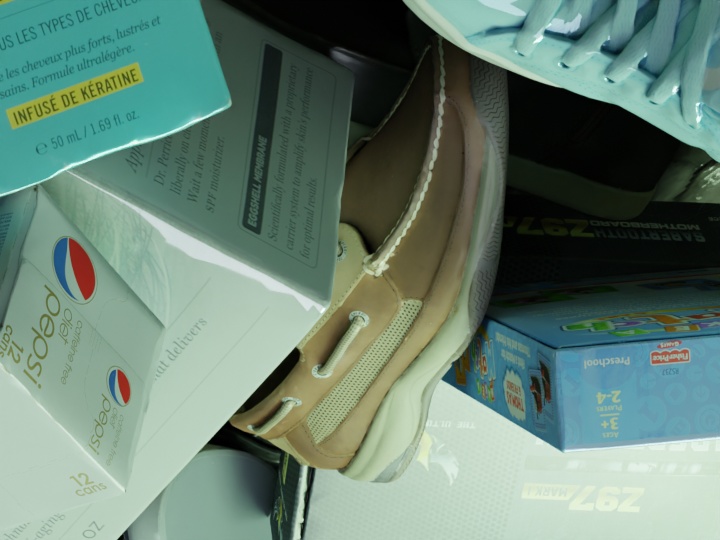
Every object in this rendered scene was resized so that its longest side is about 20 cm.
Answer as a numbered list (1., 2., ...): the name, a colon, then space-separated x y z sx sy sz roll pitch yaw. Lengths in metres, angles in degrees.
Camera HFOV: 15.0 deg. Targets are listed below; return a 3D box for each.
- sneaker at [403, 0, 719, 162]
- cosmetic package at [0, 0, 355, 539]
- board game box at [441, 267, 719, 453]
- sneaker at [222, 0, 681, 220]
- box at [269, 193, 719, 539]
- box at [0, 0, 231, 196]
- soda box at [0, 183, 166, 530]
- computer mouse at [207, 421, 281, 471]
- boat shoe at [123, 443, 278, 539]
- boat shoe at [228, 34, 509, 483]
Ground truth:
1. sneaker: 0.102 -0.068 0.768 0.200 0.082 0.074 18 99 -18
2. cosmetic package: -0.140 -0.012 0.866 0.200 0.123 0.199 28 128 -19
3. board game box: 0.115 0.024 0.898 0.151 0.037 0.200 -5 -176 -8
4. sneaker: 0.035 -0.095 0.941 0.200 0.075 0.106 14 116 -28
5. box: 0.073 0.050 1.049 0.200 0.051 0.158 3 122 -12
6. box: -0.106 -0.125 0.724 0.082 0.049 0.200 -22 104 -15
7. soda box: -0.158 0.045 0.780 0.200 0.064 0.068 -18 130 28
8. computer mouse: 0.006 0.025 1.105 0.140 0.046 0.200 20 135 -34
9. boat shoe: -0.062 0.115 1.133 0.086 0.075 0.202 6 167 29
10. boat shoe: 0.000 0.000 0.912 0.072 0.076 0.200 10 134 -10
